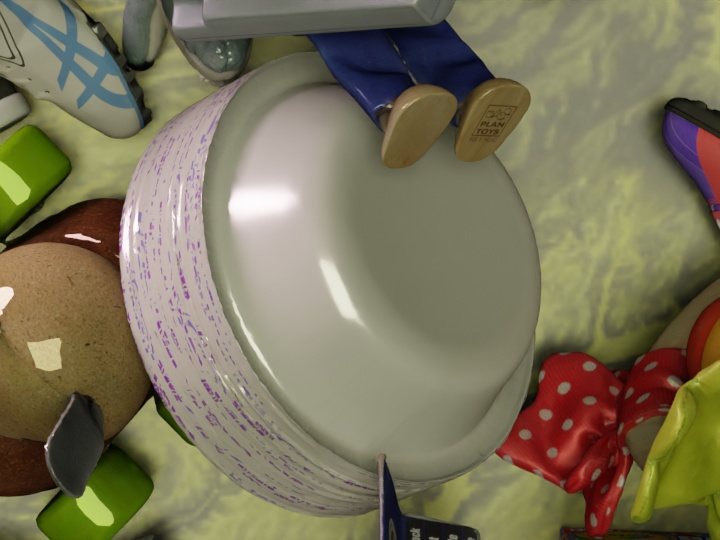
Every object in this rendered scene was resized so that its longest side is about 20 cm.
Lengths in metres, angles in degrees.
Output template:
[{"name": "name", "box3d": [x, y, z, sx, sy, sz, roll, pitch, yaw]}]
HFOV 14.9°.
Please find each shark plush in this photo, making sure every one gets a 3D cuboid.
[{"name": "shark plush", "box3d": [-0.069, -0.181, 1.255, 0.090, 0.083, 0.201, 0, 83, 6]}]

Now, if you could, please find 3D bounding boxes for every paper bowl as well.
[{"name": "paper bowl", "box3d": [0.000, 0.000, 1.209, 0.104, 0.200, 0.201, -25, 96, 43]}]

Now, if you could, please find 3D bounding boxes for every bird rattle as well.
[{"name": "bird rattle", "box3d": [0.163, 0.061, 1.231, 0.113, 0.200, 0.163, 44, 83, -16]}]

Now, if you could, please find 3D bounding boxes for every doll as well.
[{"name": "doll", "box3d": [-0.003, -0.128, 1.199, 0.136, 0.200, 0.049, -7, 139, -36]}]

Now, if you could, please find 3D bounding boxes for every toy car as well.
[{"name": "toy car", "box3d": [-0.147, 0.045, 1.210, 0.158, 0.200, 0.164, -44, 94, 8]}]

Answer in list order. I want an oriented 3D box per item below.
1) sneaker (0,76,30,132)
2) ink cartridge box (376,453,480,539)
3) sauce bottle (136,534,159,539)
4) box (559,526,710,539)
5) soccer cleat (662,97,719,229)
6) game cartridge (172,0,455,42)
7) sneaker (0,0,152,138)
[{"name": "sneaker", "box3d": [-0.262, -0.070, 1.272, 0.199, 0.071, 0.099, -28, 92, -5]}, {"name": "ink cartridge box", "box3d": [0.037, 0.211, 1.149, 0.040, 0.200, 0.200, -4, 137, 5]}, {"name": "sauce bottle", "box3d": [-0.060, 0.218, 1.296, 0.066, 0.066, 0.200, -30, 95, 1]}, {"name": "box", "box3d": [0.192, 0.195, 1.237, 0.199, 0.193, 0.123, 3, 94, -2]}, {"name": "soccer cleat", "box3d": [0.211, -0.003, 1.288, 0.200, 0.068, 0.073, 38, 97, -6]}, {"name": "game cartridge", "box3d": [-0.008, -0.193, 1.144, 0.133, 0.041, 0.201, -3, 73, 25]}, {"name": "sneaker", "box3d": [-0.171, -0.115, 1.236, 0.073, 0.072, 0.200, -48, 130, 1]}]
